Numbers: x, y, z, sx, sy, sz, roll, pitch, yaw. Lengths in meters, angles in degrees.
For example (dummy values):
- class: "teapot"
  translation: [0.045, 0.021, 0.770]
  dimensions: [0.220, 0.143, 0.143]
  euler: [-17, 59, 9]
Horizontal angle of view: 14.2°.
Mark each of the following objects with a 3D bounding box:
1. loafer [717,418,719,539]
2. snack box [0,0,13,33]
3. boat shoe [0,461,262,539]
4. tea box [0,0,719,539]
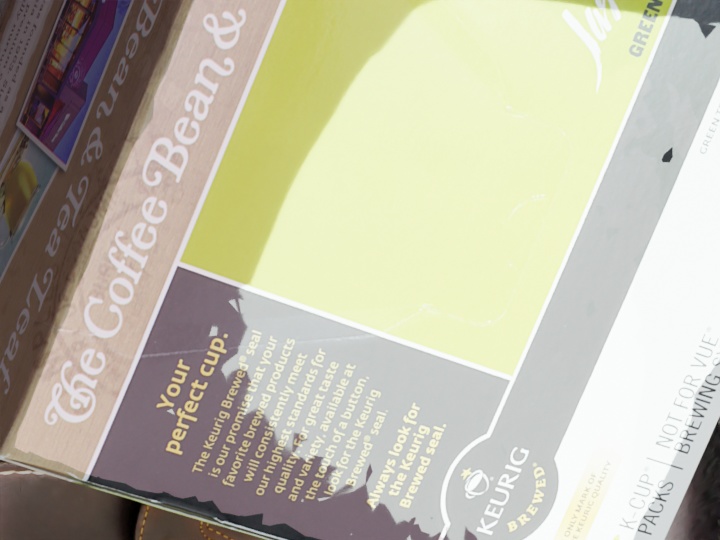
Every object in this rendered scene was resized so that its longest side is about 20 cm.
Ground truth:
- class: "loafer"
  translation: [0.168, 0.076, 1.156]
  dimensions: [0.069, 0.075, 0.201]
  euler: [-4, 117, -28]
- class: "snack box"
  translation: [-0.045, -0.085, 0.843]
  dimensions: [0.199, 0.024, 0.072]
  euler: [2, 98, -26]
- class: "boat shoe"
  translation: [-0.040, 0.087, 0.835]
  dimensions: [0.199, 0.070, 0.071]
  euler: [10, 109, -19]
- class: "tea box"
  translation: [0.006, -0.034, 0.785]
  dimensions: [0.196, 0.134, 0.201]
  euler: [20, 99, -27]
